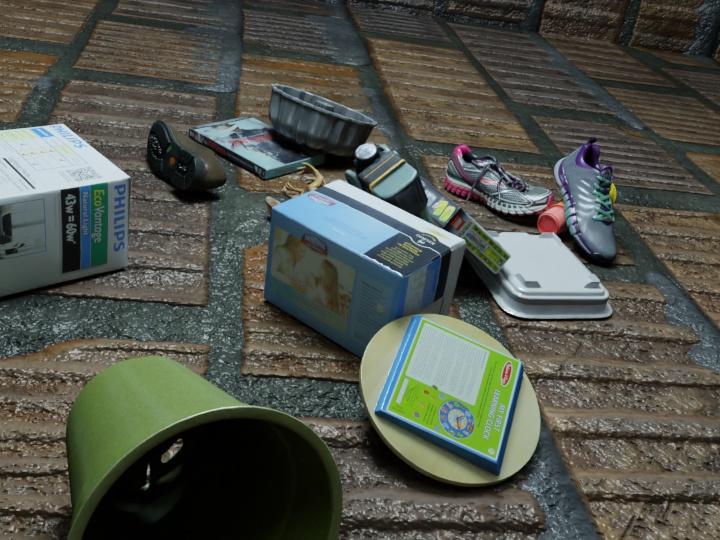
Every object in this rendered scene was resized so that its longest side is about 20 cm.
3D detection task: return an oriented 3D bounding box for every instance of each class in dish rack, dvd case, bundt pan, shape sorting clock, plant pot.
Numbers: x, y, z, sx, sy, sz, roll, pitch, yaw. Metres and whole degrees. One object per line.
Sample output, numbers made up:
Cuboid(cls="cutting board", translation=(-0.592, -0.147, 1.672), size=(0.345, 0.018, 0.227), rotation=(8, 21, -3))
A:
Cuboid(cls="dish rack", translation=(0.251, -0.003, 1.163), size=(0.169, 0.044, 0.200), rotation=(0, 29, -17))
Cuboid(cls="dvd case", translation=(-0.180, -0.217, 1.421), size=(0.199, 0.022, 0.145), rotation=(30, 34, 32))
Cuboid(cls="bundt pan", translation=(-0.074, -0.259, 1.444), size=(0.200, 0.077, 0.202), rotation=(19, 16, -6))
Cuboid(cls="shape sorting clock", translation=(0.092, 0.128, 0.839), size=(0.198, 0.039, 0.201), rotation=(10, 45, -10))
Cuboid(cls="plant pot", translation=(-0.143, 0.157, 0.623), size=(0.198, 0.203, 0.190), rotation=(-7, 20, -29))

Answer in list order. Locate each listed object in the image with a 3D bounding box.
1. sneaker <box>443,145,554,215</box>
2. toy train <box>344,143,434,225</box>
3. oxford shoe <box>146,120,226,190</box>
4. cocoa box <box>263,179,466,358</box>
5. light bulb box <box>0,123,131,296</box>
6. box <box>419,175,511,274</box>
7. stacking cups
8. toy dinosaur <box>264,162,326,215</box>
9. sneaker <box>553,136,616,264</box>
Cuboid(cls="sneaker", translation=(0.229, -0.147, 1.371), size=(0.198, 0.075, 0.080), rotation=(22, 31, 27))
Cuboid(cls="toy train", translation=(0.049, -0.078, 1.092), size=(0.085, 0.201, 0.114), rotation=(-36, 46, -10))
Cuboid(cls="oxford shoe", translation=(-0.273, -0.173, 1.278), size=(0.084, 0.073, 0.200), rotation=(5, 28, -43))
Cuboid(cls="cocoa box", translation=(0.000, 0.000, 0.975), size=(0.199, 0.135, 0.131), rotation=(28, 36, 29))
Cuboid(cls="light bulb box", translation=(-0.412, -0.078, 0.986), size=(0.199, 0.126, 0.198), rotation=(-16, 37, -40))
Cuboid(cls="box", translation=(0.129, -0.073, 1.162), size=(0.110, 0.035, 0.200), rotation=(39, 7, -24))
Cuboid(cls="stacking cups", translation=(0.361, -0.107, 1.364), size=(0.060, 0.061, 0.199), rotation=(28, 33, 29))
Cuboid(cls="toy dinosaur", translation=(-0.055, -0.108, 1.251), size=(0.198, 0.061, 0.107), rotation=(-7, 57, -19))
Cuboid(cls="sneaker", translation=(0.365, -0.112, 1.279), size=(0.074, 0.088, 0.202), rotation=(4, 57, -30))
